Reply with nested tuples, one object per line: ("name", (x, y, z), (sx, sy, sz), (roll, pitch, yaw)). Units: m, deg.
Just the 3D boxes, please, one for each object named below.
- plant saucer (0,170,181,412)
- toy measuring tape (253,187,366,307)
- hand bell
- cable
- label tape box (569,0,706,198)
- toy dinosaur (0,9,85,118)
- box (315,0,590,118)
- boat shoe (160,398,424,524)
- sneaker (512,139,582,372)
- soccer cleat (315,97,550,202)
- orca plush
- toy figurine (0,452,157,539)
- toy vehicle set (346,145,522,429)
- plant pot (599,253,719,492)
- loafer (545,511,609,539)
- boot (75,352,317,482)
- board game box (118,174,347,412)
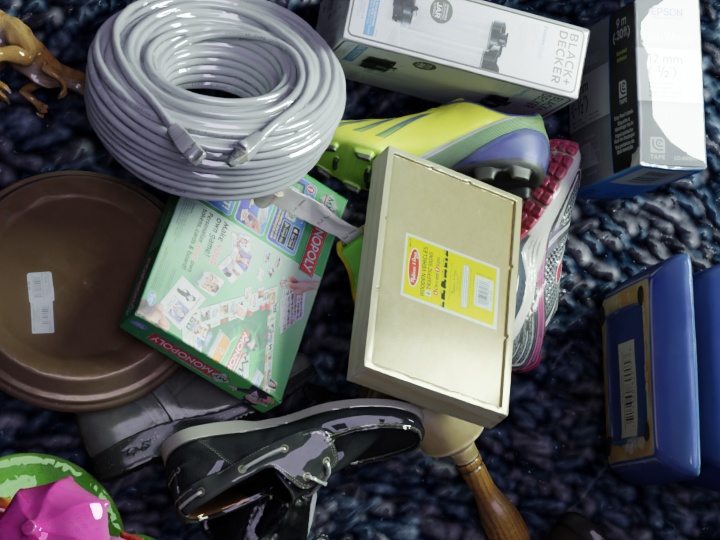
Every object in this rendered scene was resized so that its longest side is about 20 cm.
("plant saucer", (-0.214, 0.010, 1.551), (0.199, 0.029, 0.201), (4, 66, -9))
("toy measuring tape", (0.000, 0.000, 1.580), (0.200, 0.073, 0.074), (28, 75, -33))
("hand bell", (0.091, 0.158, 1.623), (0.104, 0.104, 0.200), (-37, 111, -18))
("cable", (-0.110, -0.137, 1.559), (0.200, 0.069, 0.200), (-26, 53, -37))
("label tape box", (0.222, -0.169, 1.671), (0.066, 0.143, 0.201), (-1, 83, -17))
("toy dinosaur", (-0.277, -0.180, 1.582), (0.200, 0.060, 0.106), (45, 52, -16))
("box", (0.070, -0.177, 1.643), (0.199, 0.117, 0.060), (13, 79, -15))
("boat shoe", (-0.046, 0.144, 1.527), (0.199, 0.072, 0.068), (-10, 55, -8))
("sneaker", (0.135, -0.015, 1.668), (0.075, 0.081, 0.200), (33, 73, -39))
("soccer cleat", (0.053, -0.103, 1.647), (0.199, 0.065, 0.084), (5, 60, 5))
("orca plush", (-0.052, 0.181, 1.581), (0.105, 0.071, 0.200), (41, 73, -8))
("toy figurine", (-0.204, 0.212, 1.474), (0.200, 0.184, 0.151), (23, 77, -13))
("toy vehicle set", (0.060, 0.011, 1.557), (0.124, 0.027, 0.200), (21, 55, -21))
("plant pot", (0.296, 0.084, 1.636), (0.179, 0.200, 0.201), (0, 82, -9))
("loafer", (0.206, 0.291, 1.648), (0.071, 0.073, 0.200), (-37, 86, -12))
("boot", (-0.141, 0.068, 1.577), (0.200, 0.068, 0.131), (-22, 83, -19))
("board game box", (-0.094, -0.008, 1.569), (0.134, 0.029, 0.200), (33, 52, -20))
